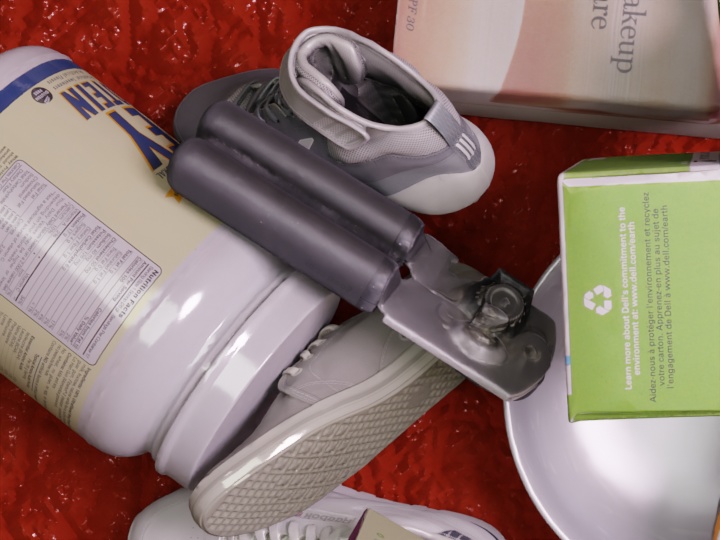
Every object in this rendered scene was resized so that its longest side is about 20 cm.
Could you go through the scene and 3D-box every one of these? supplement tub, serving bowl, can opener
[{"bbox_3d":[-0.125,0.000,0.921,0.200,0.145,0.145,37,92,7],"label":"supplement tub"},{"bbox_3d":[0.172,0.062,0.919,0.200,0.066,0.201,0,87,8],"label":"serving bowl"},{"bbox_3d":[0.000,0.000,0.870,0.200,0.067,0.053,32,57,2],"label":"can opener"}]

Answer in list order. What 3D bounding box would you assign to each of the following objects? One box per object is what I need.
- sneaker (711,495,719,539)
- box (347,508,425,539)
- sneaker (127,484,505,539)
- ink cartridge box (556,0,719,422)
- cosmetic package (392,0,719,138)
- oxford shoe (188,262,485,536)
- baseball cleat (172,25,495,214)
[{"bbox_3d":[0.214,0.058,0.848,0.078,0.077,0.200,19,109,-16],"label":"sneaker"},{"bbox_3d":[0.055,0.216,0.804,0.200,0.176,0.097,28,104,1],"label":"box"},{"bbox_3d":[-0.023,0.141,0.935,0.199,0.080,0.077,2,89,9],"label":"sneaker"},{"bbox_3d":[0.126,-0.046,0.810,0.076,0.148,0.201,-4,95,11],"label":"ink cartridge box"},{"bbox_3d":[0.121,-0.125,0.924,0.199,0.087,0.104,5,87,8],"label":"cosmetic package"},{"bbox_3d":[-0.010,0.059,0.919,0.200,0.075,0.058,-37,66,-23],"label":"oxford shoe"},{"bbox_3d":[-0.027,-0.083,0.901,0.200,0.106,0.070,11,62,37],"label":"baseball cleat"}]
